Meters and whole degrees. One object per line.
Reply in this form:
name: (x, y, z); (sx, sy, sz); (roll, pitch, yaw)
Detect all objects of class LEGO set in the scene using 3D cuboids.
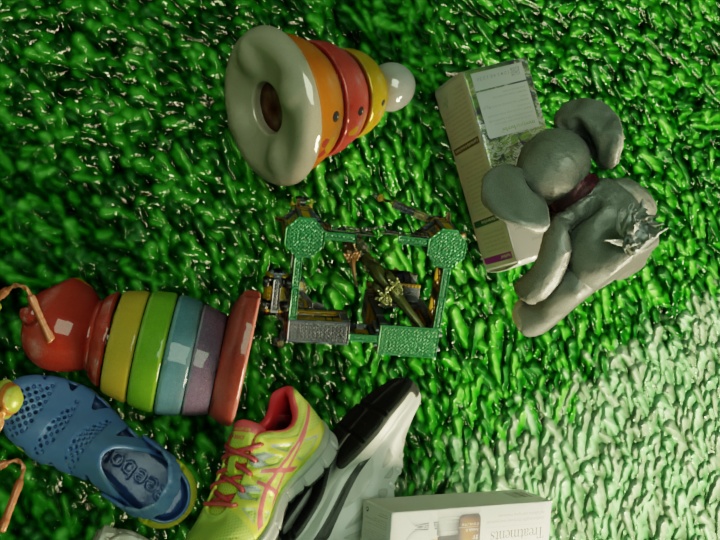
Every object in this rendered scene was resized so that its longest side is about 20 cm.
LEGO set: (0.000, 0.000, 0.932); (0.196, 0.116, 0.157); (-3, 108, -8)

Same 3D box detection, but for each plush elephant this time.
plush elephant: (0.191, -0.059, 0.913); (0.163, 0.200, 0.156); (-31, 76, -15)

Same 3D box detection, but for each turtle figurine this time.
turtle figurine: (-0.339, 0.108, 0.804); (0.158, 0.064, 0.204); (4, 91, 10)

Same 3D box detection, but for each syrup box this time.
syrup box: (0.151, -0.107, 1.024); (0.078, 0.081, 0.204); (-16, 90, -19)

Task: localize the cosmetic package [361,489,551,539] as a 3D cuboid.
cosmetic package: (0.089, 0.291, 0.926); (0.197, 0.051, 0.154); (5, 91, -34)

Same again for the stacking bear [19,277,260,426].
stacking bear: (-0.198, 0.063, 0.870); (0.196, 0.122, 0.116); (13, 71, -7)

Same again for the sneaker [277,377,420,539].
sneaker: (0.016, 0.209, 0.947); (0.115, 0.075, 0.202); (40, 79, -18)

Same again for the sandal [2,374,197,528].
sandal: (-0.224, 0.154, 0.855); (0.198, 0.087, 0.080); (32, 75, -10)

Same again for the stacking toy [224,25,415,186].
stacking toy: (-0.021, -0.174, 0.965); (0.198, 0.145, 0.148); (-19, 89, -36)

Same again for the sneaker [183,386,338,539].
sneaker: (-0.100, 0.180, 0.869); (0.200, 0.077, 0.091); (-49, 124, -45)

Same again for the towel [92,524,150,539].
towel: (-0.174, 0.324, 0.875); (0.198, 0.034, 0.134); (34, 74, -13)
